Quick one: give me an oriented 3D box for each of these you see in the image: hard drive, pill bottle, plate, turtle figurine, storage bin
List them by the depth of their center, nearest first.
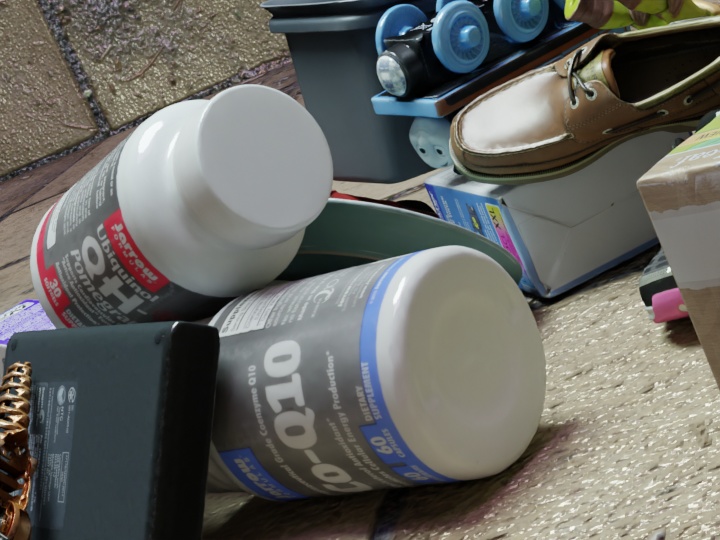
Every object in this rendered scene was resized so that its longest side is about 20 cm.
[{"bbox_3d":[-0.014,0.059,0.942,0.199,0.114,0.114,-14,16,44],"label":"pill bottle"},{"bbox_3d":[-0.142,0.100,0.976,0.033,0.140,0.200,10,-8,-33],"label":"hard drive"},{"bbox_3d":[-0.098,-0.028,1.018,0.111,0.111,0.200,-33,1,-37],"label":"pill bottle"},{"bbox_3d":[0.000,0.000,1.133,0.199,0.026,0.200,9,-17,3],"label":"plate"},{"bbox_3d":[0.212,-0.153,1.164,0.161,0.065,0.200,19,2,-15],"label":"turtle figurine"},{"bbox_3d":[0.036,-0.146,1.320,0.199,0.135,0.145,-21,17,-37],"label":"storage bin"}]

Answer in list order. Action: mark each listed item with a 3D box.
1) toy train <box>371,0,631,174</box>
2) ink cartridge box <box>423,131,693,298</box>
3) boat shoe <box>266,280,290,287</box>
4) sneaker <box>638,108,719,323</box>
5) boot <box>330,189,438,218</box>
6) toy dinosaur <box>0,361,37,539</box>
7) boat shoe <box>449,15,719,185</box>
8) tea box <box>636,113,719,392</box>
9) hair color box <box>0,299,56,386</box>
[{"bbox_3d":[0.096,-0.141,1.220,0.200,0.115,0.087,-31,22,-32],"label":"toy train"},{"bbox_3d":[0.131,-0.053,1.222,0.136,0.077,0.200,-26,14,-10],"label":"ink cartridge box"},{"bbox_3d":[-0.001,0.045,1.103,0.199,0.072,0.068,0,58,32],"label":"boat shoe"},{"bbox_3d":[0.199,-0.040,1.011,0.074,0.088,0.200,-14,16,40],"label":"sneaker"},{"bbox_3d":[0.004,-0.028,1.283,0.144,0.073,0.200,6,3,-6],"label":"boot"},{"bbox_3d":[-0.212,0.145,0.965,0.135,0.102,0.200,-17,24,45],"label":"toy dinosaur"},{"bbox_3d":[0.143,-0.110,1.090,0.199,0.072,0.068,-18,-26,8],"label":"boat shoe"},{"bbox_3d":[0.260,-0.033,0.754,0.200,0.134,0.197,-11,18,46],"label":"tea box"},{"bbox_3d":[-0.185,0.081,1.186,0.065,0.110,0.200,-31,13,-22],"label":"hair color box"}]
